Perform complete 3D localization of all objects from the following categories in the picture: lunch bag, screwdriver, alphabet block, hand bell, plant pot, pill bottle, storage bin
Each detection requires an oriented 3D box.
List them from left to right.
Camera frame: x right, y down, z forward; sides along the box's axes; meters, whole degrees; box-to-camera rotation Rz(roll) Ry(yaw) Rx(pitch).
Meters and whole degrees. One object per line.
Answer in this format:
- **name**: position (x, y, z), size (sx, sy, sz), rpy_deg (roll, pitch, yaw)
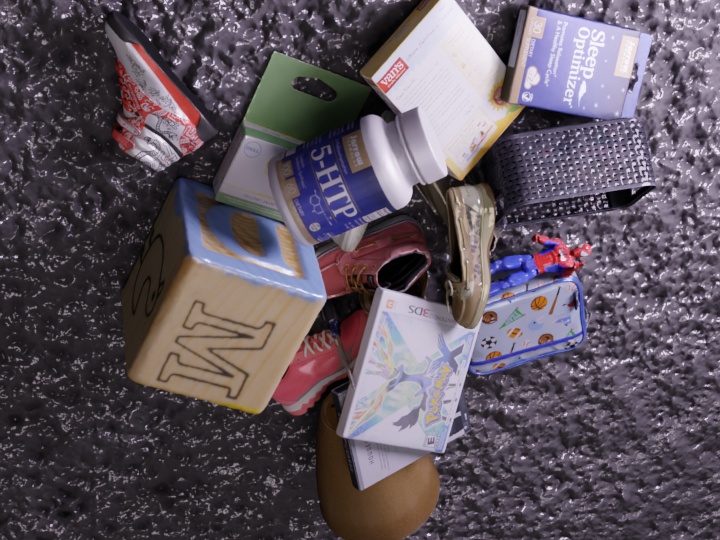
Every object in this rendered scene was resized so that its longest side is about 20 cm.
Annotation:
- **alphabet block**: position (-0.181, 0.033, 1.630), size (0.194, 0.196, 0.201), rpy_deg (19, 117, -23)
- **screwdriver**: position (-0.031, 0.100, 1.706), size (0.029, 0.201, 0.028), rpy_deg (-39, 124, 19)
- **pill bottle**: position (-0.002, -0.119, 1.538), size (0.198, 0.120, 0.120), rpy_deg (-23, 127, 12)
- **plant pot**: position (0.008, 0.260, 1.827), size (0.184, 0.187, 0.201), rpy_deg (-17, 132, -1)
- **hand bell**: position (0.085, 0.073, 1.805), size (0.103, 0.105, 0.200), rpy_deg (-29, 139, 8)
- **lunch bag**: position (0.234, 0.069, 1.832), size (0.197, 0.076, 0.162), rpy_deg (-14, 129, -3)
- **storage bin**: position (0.268, -0.126, 1.649), size (0.197, 0.095, 0.135), rpy_deg (-8, 170, -8)

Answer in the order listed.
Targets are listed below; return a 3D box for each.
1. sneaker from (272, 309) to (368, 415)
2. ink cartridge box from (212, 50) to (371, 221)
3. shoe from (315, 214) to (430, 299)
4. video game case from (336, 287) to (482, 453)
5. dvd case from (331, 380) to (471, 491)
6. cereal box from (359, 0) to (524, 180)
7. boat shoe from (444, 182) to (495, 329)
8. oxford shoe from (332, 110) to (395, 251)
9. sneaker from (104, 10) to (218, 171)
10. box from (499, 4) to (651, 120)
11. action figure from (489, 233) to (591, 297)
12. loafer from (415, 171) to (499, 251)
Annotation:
- **sneaker**: position (-0.062, 0.123, 1.795), size (0.086, 0.074, 0.200), rpy_deg (34, 111, -29)
- **ink cartridge box**: position (-0.085, -0.160, 1.608), size (0.144, 0.048, 0.201), rpy_deg (17, 121, -23)
- **shoe**: position (0.000, 0.000, 1.710), size (0.198, 0.091, 0.072), rpy_deg (-27, 122, 5)
- **video game case**: position (0.069, 0.138, 1.701), size (0.181, 0.022, 0.203), rpy_deg (14, 94, -36)
- **dvd case**: position (0.059, 0.193, 1.736), size (0.198, 0.025, 0.152), rpy_deg (-24, 113, -28)
- **cereal box**: position (0.109, -0.231, 1.585), size (0.144, 0.039, 0.200), rpy_deg (-47, 123, -4)
- **boat shoe**: position (0.134, -0.018, 1.660), size (0.062, 0.073, 0.203), rpy_deg (-4, 112, -16)
- **oxford shoe**: position (-0.003, -0.119, 1.649), size (0.057, 0.075, 0.202), rpy_deg (27, 119, 12)
- **sneaker**: position (-0.268, -0.206, 1.516), size (0.107, 0.068, 0.202), rpy_deg (-34, 128, 8)
- **box**: position (0.283, -0.259, 1.613), size (0.197, 0.032, 0.123), rpy_deg (7, 102, -22)
- **action figure**: position (0.227, -0.009, 1.724), size (0.197, 0.066, 0.099), rpy_deg (-16, 168, -7)
- **loafer**: position (0.132, -0.096, 1.691), size (0.075, 0.070, 0.200), rpy_deg (-37, 125, 13)
